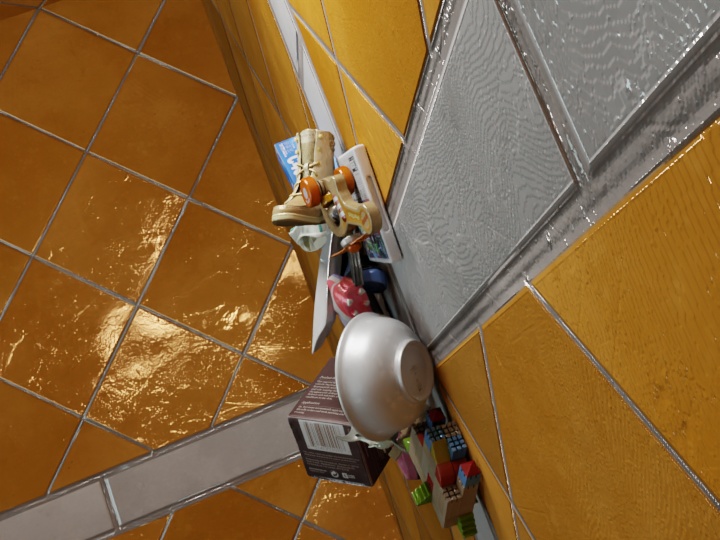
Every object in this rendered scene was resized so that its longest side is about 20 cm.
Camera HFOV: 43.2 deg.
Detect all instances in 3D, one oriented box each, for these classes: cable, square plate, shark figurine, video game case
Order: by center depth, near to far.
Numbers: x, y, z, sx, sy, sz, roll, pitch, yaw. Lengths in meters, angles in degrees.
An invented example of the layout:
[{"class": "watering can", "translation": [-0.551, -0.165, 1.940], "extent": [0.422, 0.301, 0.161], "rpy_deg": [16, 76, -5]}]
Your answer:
[{"class": "video game case", "translation": [0.011, -0.103, 1.459], "extent": [0.200, 0.023, 0.186], "rpy_deg": [-169, 60, -80]}, {"class": "cable", "translation": [-0.005, -0.053, 1.564], "extent": [0.201, 0.049, 0.099], "rpy_deg": [-111, 19, -60]}, {"class": "shark figurine", "translation": [0.040, 0.274, 1.620], "extent": [0.126, 0.091, 0.215], "rpy_deg": [27, 160, -4]}, {"class": "square plate", "translation": [-0.061, 0.034, 1.688], "extent": [0.199, 0.028, 0.204], "rpy_deg": [117, 158, -67]}]

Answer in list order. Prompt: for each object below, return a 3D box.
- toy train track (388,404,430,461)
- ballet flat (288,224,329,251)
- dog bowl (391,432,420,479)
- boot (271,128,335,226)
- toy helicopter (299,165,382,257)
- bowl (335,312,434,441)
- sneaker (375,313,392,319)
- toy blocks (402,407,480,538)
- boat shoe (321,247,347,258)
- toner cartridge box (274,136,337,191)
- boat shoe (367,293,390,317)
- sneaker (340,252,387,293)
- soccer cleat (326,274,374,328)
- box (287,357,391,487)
[{"class": "toy train track", "translation": [0.117, 0.309, 1.598], "extent": [0.032, 0.116, 0.200], "rpy_deg": [32, -177, -39]}, {"class": "ballet flat", "translation": [-0.094, -0.069, 1.713], "extent": [0.200, 0.068, 0.071], "rpy_deg": [141, 109, -76]}, {"class": "dog bowl", "translation": [0.092, 0.310, 1.751], "extent": [0.200, 0.073, 0.204], "rpy_deg": [159, 91, -82]}, {"class": "boot", "translation": [-0.090, -0.154, 1.505], "extent": [0.199, 0.071, 0.159], "rpy_deg": [-16, -74, -64]}, {"class": "toy helicopter", "translation": [-0.017, -0.079, 1.381], "extent": [0.199, 0.078, 0.135], "rpy_deg": [23, 128, 64]}, {"class": "bowl", "translation": [0.054, 0.161, 1.422], "extent": [0.199, 0.089, 0.205], "rpy_deg": [19, -115, -49]}, {"class": "sneaker", "translation": [0.061, 0.166, 1.546], "extent": [0.203, 0.072, 0.077], "rpy_deg": [64, -150, -15]}, {"class": "toy blocks", "translation": [0.131, 0.300, 1.436], "extent": [0.201, 0.098, 0.138], "rpy_deg": [-117, 21, -43]}, {"class": "boat shoe", "translation": [-0.036, -0.054, 1.791], "extent": [0.202, 0.071, 0.073], "rpy_deg": [58, 165, 14]}, {"class": "toner cartridge box", "translation": [-0.094, -0.193, 1.714], "extent": [0.201, 0.093, 0.044], "rpy_deg": [-120, 13, -52]}, {"class": "boat shoe", "translation": [0.035, 0.111, 1.696], "extent": [0.073, 0.058, 0.202], "rpy_deg": [79, 169, -48]}, {"class": "sneaker", "translation": [0.000, 0.000, 1.637], "extent": [0.199, 0.069, 0.080], "rpy_deg": [164, 116, -69]}, {"class": "soccer cleat", "translation": [-0.005, 0.090, 1.592], "extent": [0.076, 0.066, 0.202], "rpy_deg": [34, 154, 45]}, {"class": "box", "translation": [-0.019, 0.309, 1.880], "extent": [0.200, 0.163, 0.167], "rpy_deg": [-49, -48, -46]}]
